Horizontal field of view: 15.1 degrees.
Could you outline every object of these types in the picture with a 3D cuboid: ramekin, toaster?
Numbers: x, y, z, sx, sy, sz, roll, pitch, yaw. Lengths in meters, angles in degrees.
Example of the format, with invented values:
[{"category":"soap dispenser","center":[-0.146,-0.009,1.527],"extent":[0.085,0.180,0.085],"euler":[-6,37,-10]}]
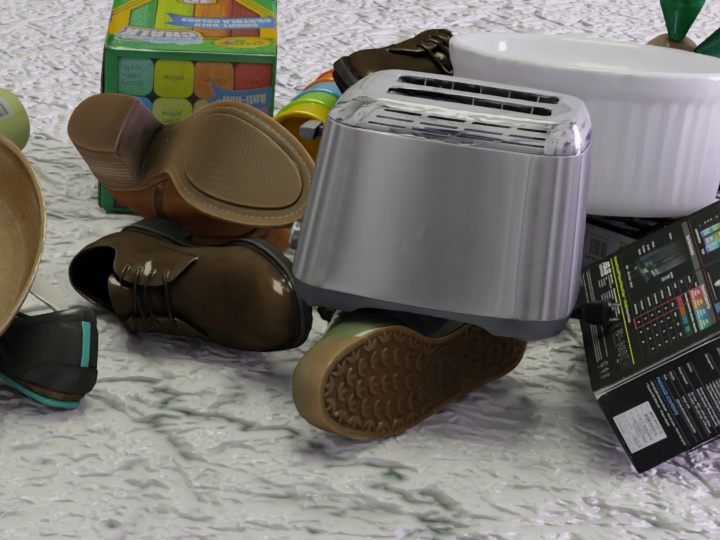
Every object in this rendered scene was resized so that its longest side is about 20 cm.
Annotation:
[{"category":"ramekin","center":[0.153,-0.098,1.810],"extent":[0.199,0.098,0.201],"euler":[5,10,-1]},{"category":"toaster","center":[0.059,-0.039,1.574],"extent":[0.199,0.130,0.114],"euler":[10,17,10]}]

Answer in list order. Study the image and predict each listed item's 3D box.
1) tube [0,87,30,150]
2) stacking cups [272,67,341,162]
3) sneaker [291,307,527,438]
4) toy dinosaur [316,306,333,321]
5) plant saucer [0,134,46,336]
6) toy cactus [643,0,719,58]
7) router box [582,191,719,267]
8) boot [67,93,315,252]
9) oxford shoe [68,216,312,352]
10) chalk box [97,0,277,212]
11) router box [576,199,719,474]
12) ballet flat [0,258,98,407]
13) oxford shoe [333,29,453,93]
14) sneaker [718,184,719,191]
[{"category":"tube","center":[-0.319,-0.080,1.910],"extent":[0.058,0.052,0.200],"euler":[-33,-4,41]},{"category":"stacking cups","center":[-0.023,-0.111,1.914],"extent":[0.060,0.061,0.200],"euler":[8,21,9]},{"category":"sneaker","center":[0.009,0.049,1.611],"extent":[0.090,0.068,0.200],"euler":[12,19,38]},{"category":"toy dinosaur","center":[0.000,0.000,1.727],"extent":[0.088,0.048,0.200],"euler":[-32,1,-18]},{"category":"plant saucer","center":[-0.268,0.003,1.580],"extent":[0.199,0.035,0.201],"euler":[-10,55,15]},{"category":"toy cactus","center":[0.249,-0.165,1.908],"extent":[0.164,0.200,0.103],"euler":[-20,37,33]},{"category":"router box","center":[0.249,-0.002,1.810],"extent":[0.199,0.051,0.149],"euler":[21,24,38]},{"category":"boot","center":[-0.082,-0.041,1.742],"extent":[0.199,0.077,0.155],"euler":[11,-22,32]},{"category":"oxford shoe","center":[-0.107,0.018,1.661],"extent":[0.084,0.073,0.199],"euler":[-17,18,-39]},{"category":"chalk box","center":[-0.122,-0.115,1.927],"extent":[0.124,0.125,0.200],"euler":[3,20,-4]},{"category":"router box","center":[0.210,0.027,1.613],"extent":[0.149,0.062,0.200],"euler":[-28,18,11]},{"category":"ballet flat","center":[-0.226,0.021,1.616],"extent":[0.199,0.069,0.068],"euler":[20,9,34]},{"category":"oxford shoe","center":[0.037,-0.137,1.879],"extent":[0.084,0.073,0.200],"euler":[-37,-2,17]},{"category":"sneaker","center":[0.289,-0.053,1.921],"extent":[0.199,0.081,0.086],"euler":[13,23,24]}]
